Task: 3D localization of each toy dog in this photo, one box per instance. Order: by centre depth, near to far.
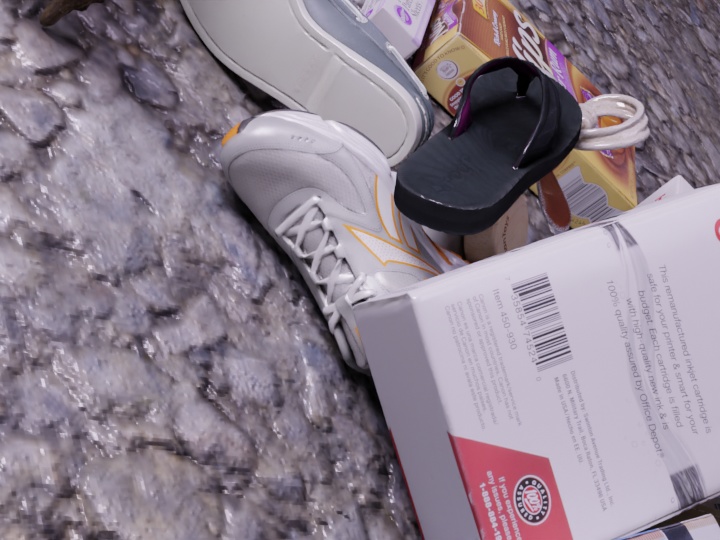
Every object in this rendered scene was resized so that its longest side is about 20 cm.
[{"bbox_3d":[0.080,-0.042,0.848,0.199,0.097,0.132,-31,42,-31],"label":"toy dog"}]

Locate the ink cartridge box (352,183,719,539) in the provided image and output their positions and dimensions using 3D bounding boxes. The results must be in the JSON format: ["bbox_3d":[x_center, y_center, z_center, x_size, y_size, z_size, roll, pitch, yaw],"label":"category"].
[{"bbox_3d":[0.116,0.054,0.692,0.199,0.083,0.148,-17,91,-22],"label":"ink cartridge box"}]

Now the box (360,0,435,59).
[{"bbox_3d":[0.034,-0.212,1.015,0.041,0.039,0.200,42,33,-15],"label":"box"}]

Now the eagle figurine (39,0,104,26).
[{"bbox_3d":[-0.126,-0.222,0.733,0.151,0.151,0.201,14,56,-19],"label":"eagle figurine"}]

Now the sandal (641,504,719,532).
[{"bbox_3d":[0.207,0.187,0.677,0.077,0.211,0.070,-24,113,-27],"label":"sandal"}]

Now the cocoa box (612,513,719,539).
[{"bbox_3d":[0.123,0.230,0.598,0.131,0.133,0.201,2,57,-50],"label":"cocoa box"}]

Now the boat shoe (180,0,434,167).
[{"bbox_3d":[-0.034,-0.139,0.809,0.200,0.073,0.062,45,27,9],"label":"boat shoe"}]

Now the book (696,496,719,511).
[{"bbox_3d":[0.278,0.161,0.807,0.200,0.133,0.048,59,25,-48],"label":"book"}]

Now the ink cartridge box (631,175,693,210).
[{"bbox_3d":[0.197,0.047,0.887,0.125,0.128,0.200,44,31,-12],"label":"ink cartridge box"}]

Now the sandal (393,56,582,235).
[{"bbox_3d":[0.081,-0.082,0.764,0.075,0.048,0.201,18,33,13],"label":"sandal"}]

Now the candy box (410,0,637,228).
[{"bbox_3d":[0.129,-0.129,1.045,0.200,0.056,0.117,39,34,-20],"label":"candy box"}]

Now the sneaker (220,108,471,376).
[{"bbox_3d":[0.000,0.000,0.729,0.200,0.076,0.092,42,37,-16],"label":"sneaker"}]
